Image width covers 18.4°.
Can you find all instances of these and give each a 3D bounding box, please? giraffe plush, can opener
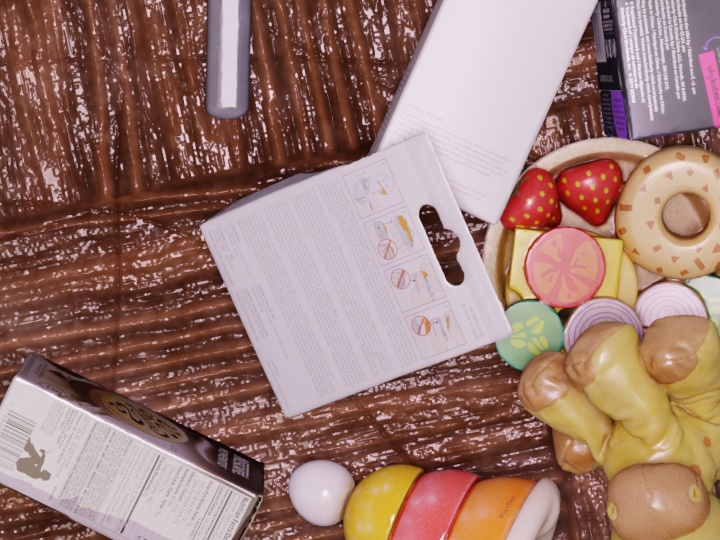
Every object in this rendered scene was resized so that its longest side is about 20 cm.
[{"bbox_3d":[0.211,0.152,1.595,0.172,0.163,0.200,-28,130,35],"label":"giraffe plush"},{"bbox_3d":[-0.078,-0.212,1.625,0.066,0.053,0.202,1,98,-2],"label":"can opener"}]

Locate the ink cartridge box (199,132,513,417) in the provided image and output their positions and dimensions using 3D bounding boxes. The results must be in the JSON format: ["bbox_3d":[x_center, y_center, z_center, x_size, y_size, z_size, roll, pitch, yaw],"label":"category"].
[{"bbox_3d":[0.000,0.000,1.619,0.199,0.050,0.163,-21,97,24],"label":"ink cartridge box"}]

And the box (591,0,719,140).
[{"bbox_3d":[0.275,-0.161,1.611,0.198,0.122,0.107,-8,96,-2],"label":"box"}]

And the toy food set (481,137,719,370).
[{"bbox_3d":[0.189,0.001,1.664,0.198,0.049,0.200,5,97,-4],"label":"toy food set"}]

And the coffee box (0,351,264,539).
[{"bbox_3d":[-0.174,0.144,1.633,0.199,0.113,0.080,27,95,-6],"label":"coffee box"}]

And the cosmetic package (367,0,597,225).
[{"bbox_3d":[0.091,-0.147,1.624,0.107,0.085,0.201,25,95,-5],"label":"cosmetic package"}]

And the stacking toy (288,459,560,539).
[{"bbox_3d":[0.039,0.190,1.659,0.199,0.146,0.147,23,96,14],"label":"stacking toy"}]
